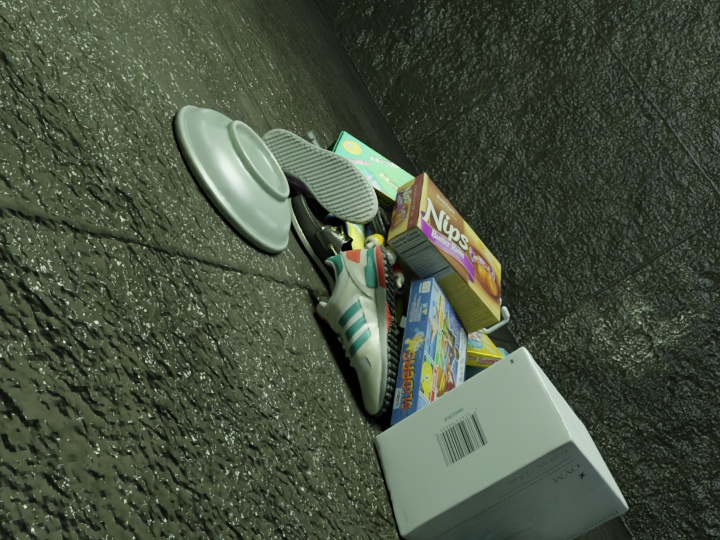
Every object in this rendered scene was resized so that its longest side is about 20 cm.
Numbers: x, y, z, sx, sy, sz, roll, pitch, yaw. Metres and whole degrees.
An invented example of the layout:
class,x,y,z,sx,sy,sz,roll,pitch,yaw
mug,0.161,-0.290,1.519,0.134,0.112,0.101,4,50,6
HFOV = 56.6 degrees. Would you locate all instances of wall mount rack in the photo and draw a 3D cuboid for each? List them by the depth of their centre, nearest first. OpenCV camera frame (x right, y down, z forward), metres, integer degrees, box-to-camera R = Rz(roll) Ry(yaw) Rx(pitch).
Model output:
class,x,y,z,sx,sy,sz,roll,pitch,yaw
wall mount rack,0.183,0.011,1.137,0.176,0.074,0.200,57,10,-5

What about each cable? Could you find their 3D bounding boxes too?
class,x,y,z,sx,sy,sz,roll,pitch,yaw
cable,0.042,-0.030,0.937,0.098,0.050,0.201,53,22,-15

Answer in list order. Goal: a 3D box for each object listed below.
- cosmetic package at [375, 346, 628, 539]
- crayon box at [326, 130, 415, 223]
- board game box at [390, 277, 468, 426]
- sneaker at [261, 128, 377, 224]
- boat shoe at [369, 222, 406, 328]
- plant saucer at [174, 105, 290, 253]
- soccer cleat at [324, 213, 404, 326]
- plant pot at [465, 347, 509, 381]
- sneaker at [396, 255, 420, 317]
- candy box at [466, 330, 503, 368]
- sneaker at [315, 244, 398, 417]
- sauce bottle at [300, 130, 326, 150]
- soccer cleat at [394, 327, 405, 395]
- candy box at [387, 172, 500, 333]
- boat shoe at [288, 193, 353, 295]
class,x,y,z,sx,sy,sz,roll,pitch,yaw
cosmetic package,0.156,0.226,0.738,0.200,0.197,0.124,44,18,-41
crayon box,0.020,-0.125,1.072,0.197,0.118,0.059,30,63,-16
board game box,0.094,0.133,0.852,0.136,0.034,0.203,53,38,-41
sneaker,-0.048,-0.125,0.964,0.199,0.073,0.114,39,-5,18
boat shoe,0.044,0.002,1.115,0.065,0.072,0.204,-125,-165,-66
plant saucer,-0.134,-0.118,0.789,0.202,0.050,0.201,54,13,-18
soccer cleat,-0.001,0.000,0.987,0.082,0.065,0.203,1,57,-43
plant pot,0.205,0.206,1.107,0.202,0.133,0.201,53,13,-18
sneaker,0.071,-0.022,1.011,0.074,0.099,0.206,-6,93,-35
candy box,0.158,0.110,1.074,0.100,0.027,0.200,12,11,-6
sneaker,-0.005,0.072,0.802,0.070,0.091,0.205,44,43,-73
sauce bottle,-0.044,-0.144,1.153,0.202,0.065,0.066,55,13,0
soccer cleat,0.077,0.124,0.931,0.065,0.083,0.201,54,14,-10
candy box,0.122,-0.023,0.930,0.200,0.056,0.118,47,36,-27
boat shoe,-0.032,-0.024,0.921,0.204,0.060,0.072,59,14,4
